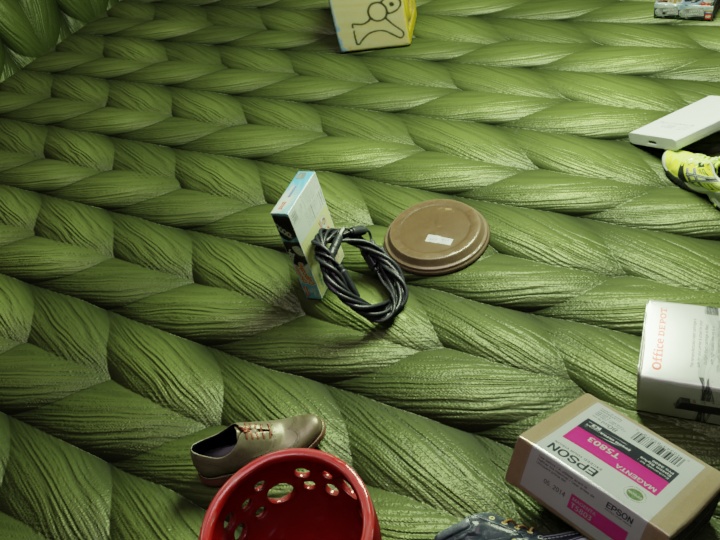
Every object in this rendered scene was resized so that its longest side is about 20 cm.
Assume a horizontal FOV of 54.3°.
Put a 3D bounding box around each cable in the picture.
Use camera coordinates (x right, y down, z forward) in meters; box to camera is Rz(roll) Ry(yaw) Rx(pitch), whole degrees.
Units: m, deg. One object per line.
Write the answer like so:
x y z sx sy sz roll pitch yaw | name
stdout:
0.000 0.000 1.198 0.163 0.051 0.200 7 49 -41 | cable

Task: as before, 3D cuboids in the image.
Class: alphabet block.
0.037 -0.733 1.918 0.199 0.196 0.197 -1 46 14 | alphabet block

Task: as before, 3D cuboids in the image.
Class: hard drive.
0.646 -0.289 1.364 0.200 0.026 0.132 -24 23 -11 | hard drive

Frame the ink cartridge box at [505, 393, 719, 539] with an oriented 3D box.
0.306 0.250 0.847 0.164 0.075 0.200 -16 35 -42 | ink cartridge box

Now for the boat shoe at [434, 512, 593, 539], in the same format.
0.189 0.328 0.842 0.200 0.071 0.091 -18 46 0 | boat shoe

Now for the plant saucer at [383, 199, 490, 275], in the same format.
0.141 -0.070 1.309 0.199 0.030 0.200 -8 43 7 | plant saucer

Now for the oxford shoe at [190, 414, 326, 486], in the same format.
-0.148 0.251 1.019 0.199 0.075 0.071 -21 42 -7 | oxford shoe

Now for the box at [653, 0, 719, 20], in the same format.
0.831 -0.691 1.753 0.137 0.040 0.200 16 51 31 | box

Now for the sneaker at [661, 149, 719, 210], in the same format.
0.621 -0.177 1.246 0.075 0.077 0.200 -28 42 -11 | sneaker

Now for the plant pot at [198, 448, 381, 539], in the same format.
-0.066 0.341 0.821 0.200 0.183 0.201 -9 42 8 | plant pot

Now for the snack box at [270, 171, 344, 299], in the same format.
-0.088 -0.060 1.236 0.037 0.200 0.116 4 45 25 | snack box

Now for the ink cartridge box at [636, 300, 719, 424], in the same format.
0.487 0.129 0.957 0.199 0.084 0.144 8 48 22 | ink cartridge box
